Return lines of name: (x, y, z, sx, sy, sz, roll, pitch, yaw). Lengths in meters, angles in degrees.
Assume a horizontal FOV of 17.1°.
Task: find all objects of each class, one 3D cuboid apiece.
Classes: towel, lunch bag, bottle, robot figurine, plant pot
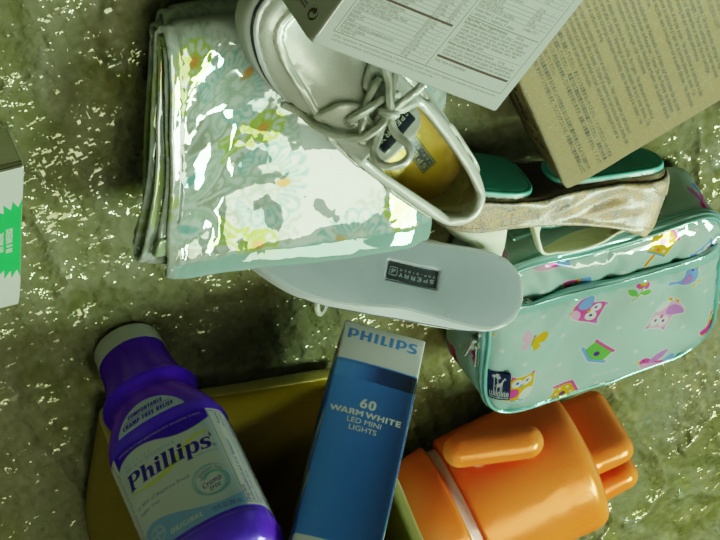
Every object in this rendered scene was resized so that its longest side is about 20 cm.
towel: (-0.039, -0.085, 1.449, 0.200, 0.048, 0.172, -9, 123, -25)
lunch bag: (0.156, 0.012, 1.687, 0.200, 0.077, 0.161, -17, 141, -15)
bottle: (-0.118, 0.120, 1.534, 0.083, 0.200, 0.065, -29, 142, 1)
robot figurine: (0.106, 0.164, 1.797, 0.200, 0.117, 0.144, -26, -178, -5)
plant pot: (-0.087, 0.215, 1.679, 0.194, 0.196, 0.200, -8, 146, -25)

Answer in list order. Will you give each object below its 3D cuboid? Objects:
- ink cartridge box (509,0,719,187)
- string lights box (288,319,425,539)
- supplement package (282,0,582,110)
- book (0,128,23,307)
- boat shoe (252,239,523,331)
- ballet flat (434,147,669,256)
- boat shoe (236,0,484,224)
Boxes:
ink cartridge box: (0.157, -0.166, 1.489, 0.165, 0.075, 0.200, -31, 142, 0)
string lights box: (-0.009, 0.144, 1.562, 0.059, 0.200, 0.103, 14, 140, -1)
supplement package: (0.051, -0.223, 1.291, 0.150, 0.152, 0.200, 16, 121, -43)
book: (-0.300, -0.008, 1.410, 0.200, 0.048, 0.134, -15, 144, -20)
boat shoe: (0.002, -0.004, 1.573, 0.201, 0.075, 0.086, 13, 170, -15)
ballet flat: (0.109, -0.040, 1.581, 0.199, 0.068, 0.067, -1, 119, -13)
boat shoe: (0.009, -0.090, 1.379, 0.075, 0.086, 0.202, -43, 128, -2)
